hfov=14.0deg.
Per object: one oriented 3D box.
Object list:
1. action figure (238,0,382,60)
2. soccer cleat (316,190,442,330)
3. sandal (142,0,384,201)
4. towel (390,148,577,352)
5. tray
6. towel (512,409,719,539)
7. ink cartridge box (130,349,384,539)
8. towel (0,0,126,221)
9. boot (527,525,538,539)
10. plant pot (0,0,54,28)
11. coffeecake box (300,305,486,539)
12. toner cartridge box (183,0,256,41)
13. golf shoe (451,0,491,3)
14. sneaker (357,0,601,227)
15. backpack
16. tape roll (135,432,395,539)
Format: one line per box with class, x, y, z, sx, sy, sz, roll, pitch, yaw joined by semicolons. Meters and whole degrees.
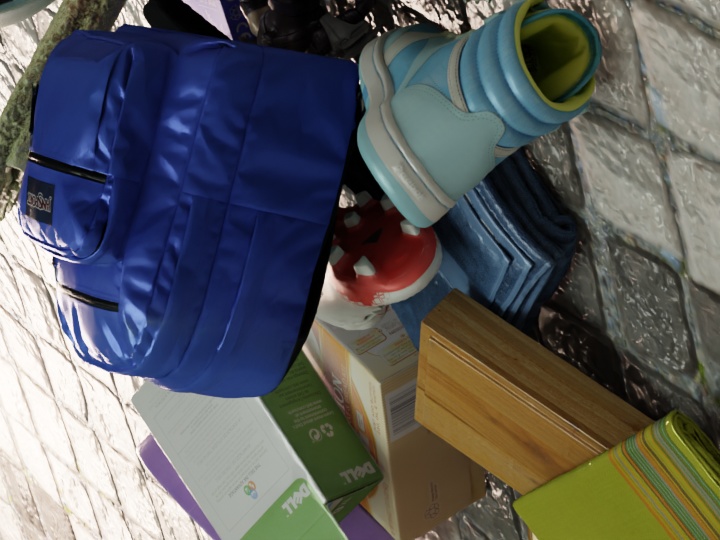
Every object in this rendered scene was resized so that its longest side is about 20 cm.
action figure;-0.042;-0.174;1.714;0.130;0.069;0.200;26;144;45
soccer cleat;0.000;0.000;1.712;0.085;0.069;0.200;55;160;-23
sandal;-0.057;-0.092;1.778;0.200;0.045;0.075;38;-166;3
towel;0.062;-0.009;1.701;0.112;0.048;0.200;56;158;15
tray;0.118;0.101;1.659;0.200;0.037;0.099;33;149;22
towel;0.154;0.134;1.603;0.086;0.018;0.200;53;152;0
ink cartridge box;-0.053;0.126;1.856;0.200;0.059;0.104;56;133;15
towel;-0.193;-0.125;1.846;0.036;0.200;0.148;29;166;-6
boot;0.114;0.204;1.802;0.144;0.071;0.202;10;132;55
plant pot;-0.262;-0.246;1.960;0.200;0.200;0.188;59;172;5
coffeecake box;-0.009;0.055;1.903;0.200;0.073;0.154;43;153;40
toner cartridge box;-0.099;-0.206;1.826;0.095;0.043;0.201;27;140;57
golf shoe;0.002;-0.197;1.566;0.200;0.077;0.088;23;105;33
sneaker;0.068;-0.104;1.544;0.080;0.130;0.200;50;-164;-20
backpack;-0.106;-0.034;1.647;0.162;0.167;0.201;-160;79;-67
tape roll;-0.054;0.161;2.009;0.200;0.085;0.200;44;180;0
